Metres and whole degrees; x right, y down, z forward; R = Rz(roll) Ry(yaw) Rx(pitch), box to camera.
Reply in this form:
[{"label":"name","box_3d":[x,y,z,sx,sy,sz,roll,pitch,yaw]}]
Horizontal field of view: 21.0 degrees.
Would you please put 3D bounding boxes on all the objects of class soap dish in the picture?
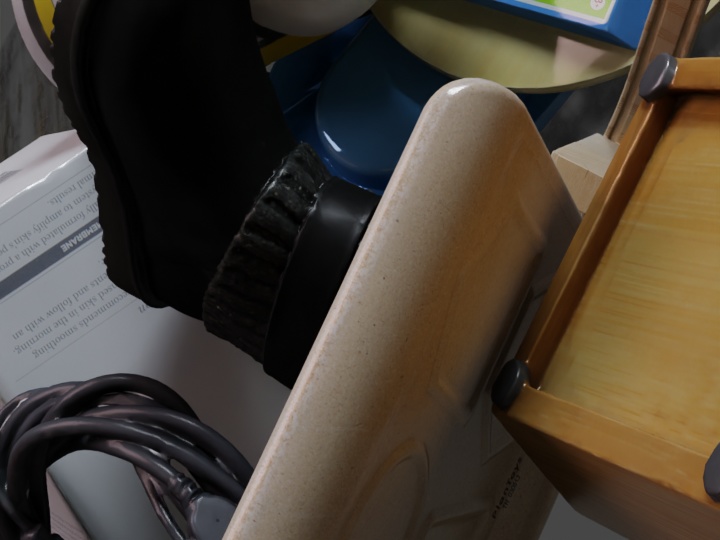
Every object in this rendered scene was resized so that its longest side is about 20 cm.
[{"label":"soap dish","box_3d":[0.123,0.012,0.555,0.158,0.081,0.200,-63,18,-3]}]

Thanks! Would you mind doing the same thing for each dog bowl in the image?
[{"label":"dog bowl","box_3d":[0.045,-0.099,0.852,0.200,0.111,0.050,-51,-25,-4]}]

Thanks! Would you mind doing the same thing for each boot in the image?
[{"label":"boot","box_3d":[-0.025,-0.031,0.725,0.079,0.157,0.212,-45,-29,-27]}]

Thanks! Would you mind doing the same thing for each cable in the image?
[{"label":"cable","box_3d":[-0.084,0.133,0.802,0.051,0.200,0.164,-33,-16,-42]}]

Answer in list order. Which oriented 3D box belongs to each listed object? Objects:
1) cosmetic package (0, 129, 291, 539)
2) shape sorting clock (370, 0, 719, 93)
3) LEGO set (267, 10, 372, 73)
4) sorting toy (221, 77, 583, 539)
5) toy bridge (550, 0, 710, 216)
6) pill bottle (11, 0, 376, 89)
[{"label":"cosmetic package","box_3d":[-0.127,0.045,0.937,0.122,0.201,0.199,-34,13,-16]},{"label":"shape sorting clock","box_3d":[0.084,-0.170,0.816,0.198,0.039,0.202,-9,70,25]},{"label":"LEGO set","box_3d":[-0.039,-0.087,0.992,0.153,0.116,0.200,-39,1,-27]},{"label":"sorting toy","box_3d":[0.022,0.053,0.630,0.036,0.200,0.186,21,80,26]},{"label":"toy bridge","box_3d":[0.091,-0.036,0.741,0.067,0.027,0.201,-26,-39,-65]},{"label":"pill bottle","box_3d":[-0.053,-0.141,0.805,0.199,0.111,0.112,-20,44,49]}]
